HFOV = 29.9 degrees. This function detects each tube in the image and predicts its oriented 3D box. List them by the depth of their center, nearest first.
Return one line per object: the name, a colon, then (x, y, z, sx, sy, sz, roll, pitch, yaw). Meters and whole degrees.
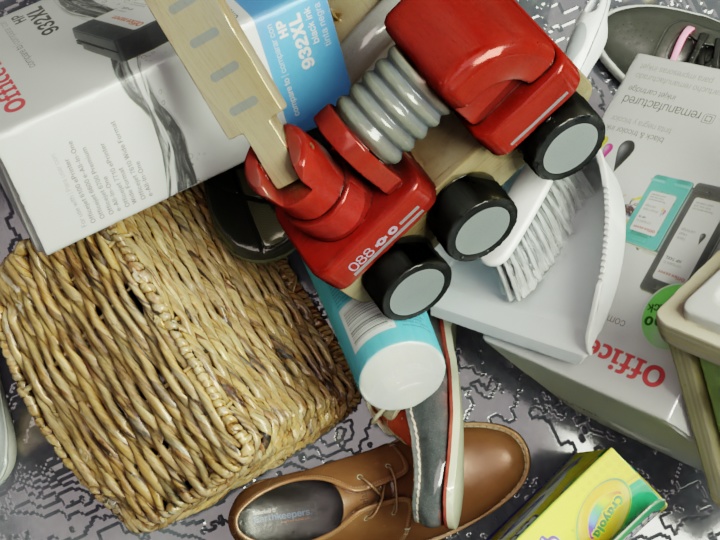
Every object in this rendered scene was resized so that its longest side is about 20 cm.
tube: (0.000, 0.000, 0.826, 0.077, 0.051, 0.200, -11, 39, -8)

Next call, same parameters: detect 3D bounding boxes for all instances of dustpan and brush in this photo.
dustpan and brush: (0.109, -0.061, 0.770, 0.057, 0.139, 0.201, 34, 79, -39)

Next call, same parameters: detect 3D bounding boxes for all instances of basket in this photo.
basket: (-0.122, 0.051, 0.866, 0.143, 0.149, 0.200, -37, 82, 30)

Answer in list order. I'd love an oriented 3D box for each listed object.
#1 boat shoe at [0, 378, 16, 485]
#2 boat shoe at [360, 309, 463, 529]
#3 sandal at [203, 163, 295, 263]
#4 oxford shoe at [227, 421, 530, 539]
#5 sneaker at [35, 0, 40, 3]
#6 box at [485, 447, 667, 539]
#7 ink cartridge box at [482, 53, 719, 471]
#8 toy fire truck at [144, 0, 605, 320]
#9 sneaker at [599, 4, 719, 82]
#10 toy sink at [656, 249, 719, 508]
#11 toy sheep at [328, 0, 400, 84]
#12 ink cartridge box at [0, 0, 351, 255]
boat shoe: (-0.271, 0.046, 0.864, 0.070, 0.072, 0.202, -18, 83, -1)
boat shoe: (0.031, 0.068, 0.828, 0.062, 0.071, 0.201, -2, 53, 0)
sandal: (-0.075, -0.091, 0.881, 0.079, 0.057, 0.202, -6, 66, 2)
oxford shoe: (0.014, 0.143, 0.847, 0.199, 0.071, 0.072, -16, 81, -3)
sneaker: (-0.184, -0.148, 0.874, 0.074, 0.082, 0.200, 33, 85, 27)
box: (0.109, 0.158, 0.777, 0.117, 0.200, 0.048, -43, 84, -5)
ink cartridge box: (0.204, 0.004, 0.795, 0.146, 0.146, 0.201, 23, 81, 47)
toy fire truck: (0.002, -0.093, 0.700, 0.176, 0.200, 0.129, -43, 54, 12)
sneaker: (0.247, -0.129, 0.862, 0.199, 0.099, 0.071, 26, 86, 6)
toy sink: (0.229, 0.042, 0.644, 0.112, 0.201, 0.130, -39, 38, -23)
toy sheep: (0.045, -0.111, 0.853, 0.200, 0.138, 0.138, 42, 85, 1)
ink cartridge box: (-0.126, -0.113, 0.784, 0.199, 0.084, 0.145, -27, 39, -13)
